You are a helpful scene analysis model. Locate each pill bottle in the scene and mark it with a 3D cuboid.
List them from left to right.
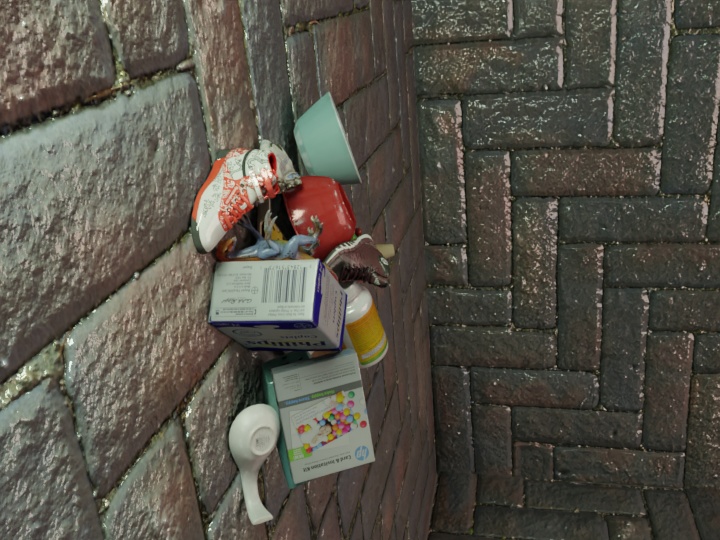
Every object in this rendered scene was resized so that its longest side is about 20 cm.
[{"bbox_3d":[-0.017,0.102,1.524,0.112,0.108,0.203,-73,150,-50],"label":"pill bottle"}]

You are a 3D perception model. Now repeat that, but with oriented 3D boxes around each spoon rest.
[{"bbox_3d":[-0.183,0.331,1.231,0.097,0.060,0.206,-5,100,-35],"label":"spoon rest"}]

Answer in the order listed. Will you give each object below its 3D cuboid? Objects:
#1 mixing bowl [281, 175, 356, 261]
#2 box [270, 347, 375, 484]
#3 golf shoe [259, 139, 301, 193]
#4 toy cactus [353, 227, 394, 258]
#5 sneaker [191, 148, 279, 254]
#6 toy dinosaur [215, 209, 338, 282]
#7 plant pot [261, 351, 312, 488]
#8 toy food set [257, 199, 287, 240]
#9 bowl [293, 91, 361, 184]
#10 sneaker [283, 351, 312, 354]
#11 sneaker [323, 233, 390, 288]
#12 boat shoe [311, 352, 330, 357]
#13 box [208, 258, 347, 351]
[{"bbox_3d":[-0.075,-0.116,1.459,0.200,0.106,0.204,-24,91,-82],"label":"mixing bowl"},{"bbox_3d":[-0.065,0.255,1.249,0.041,0.152,0.206,-145,-135,-73],"label":"box"},{"bbox_3d":[-0.174,-0.189,1.300,0.200,0.076,0.100,-44,114,-78],"label":"golf shoe"},{"bbox_3d":[0.007,-0.042,1.868,0.104,0.160,0.203,-105,-174,-46],"label":"toy cactus"},{"bbox_3d":[-0.190,-0.115,1.109,0.068,0.105,0.205,74,21,-49],"label":"sneaker"},{"bbox_3d":[-0.144,-0.030,1.179,0.203,0.179,0.105,61,-22,0],"label":"toy dinosaur"},{"bbox_3d":[-0.110,0.262,1.329,0.141,0.138,0.205,-132,-157,-68],"label":"plant pot"},{"bbox_3d":[-0.137,-0.028,1.344,0.201,0.059,0.147,56,24,-55],"label":"toy food set"},{"bbox_3d":[-0.077,-0.266,1.525,0.201,0.103,0.206,-21,91,-87],"label":"bowl"},{"bbox_3d":[-0.101,0.122,1.388,0.200,0.113,0.076,37,43,-63],"label":"sneaker"},{"bbox_3d":[0.000,0.000,1.421,0.199,0.115,0.076,-35,162,-51],"label":"sneaker"},{"bbox_3d":[-0.121,0.206,1.494,0.072,0.065,0.200,46,33,0],"label":"boat shoe"},{"bbox_3d":[-0.132,0.064,1.198,0.200,0.179,0.108,54,37,-67],"label":"box"}]
